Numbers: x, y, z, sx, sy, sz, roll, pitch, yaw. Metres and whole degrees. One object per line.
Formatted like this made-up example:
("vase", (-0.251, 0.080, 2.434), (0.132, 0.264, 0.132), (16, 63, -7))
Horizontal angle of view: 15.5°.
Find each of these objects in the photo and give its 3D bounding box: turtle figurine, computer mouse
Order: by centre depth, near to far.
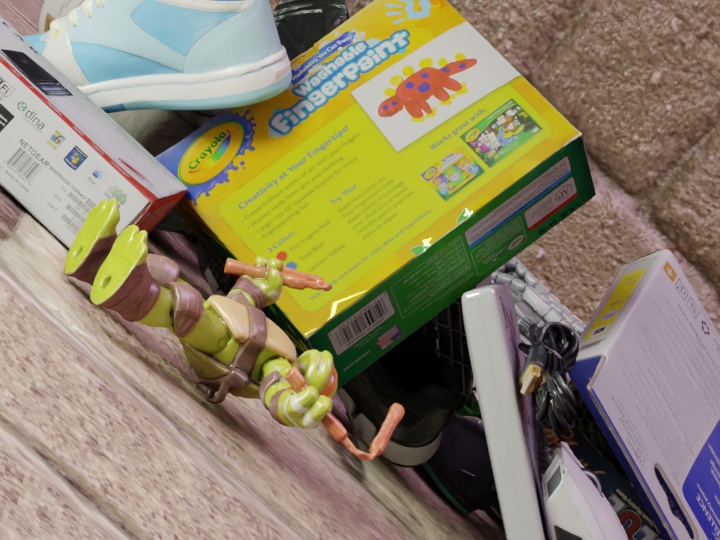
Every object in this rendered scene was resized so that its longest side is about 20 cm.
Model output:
("turtle figurine", (-0.069, 0.027, 1.312), (0.161, 0.064, 0.200), (32, 17, -26))
("computer mouse", (0.127, 0.133, 1.493), (0.110, 0.044, 0.200), (-81, 160, -76))

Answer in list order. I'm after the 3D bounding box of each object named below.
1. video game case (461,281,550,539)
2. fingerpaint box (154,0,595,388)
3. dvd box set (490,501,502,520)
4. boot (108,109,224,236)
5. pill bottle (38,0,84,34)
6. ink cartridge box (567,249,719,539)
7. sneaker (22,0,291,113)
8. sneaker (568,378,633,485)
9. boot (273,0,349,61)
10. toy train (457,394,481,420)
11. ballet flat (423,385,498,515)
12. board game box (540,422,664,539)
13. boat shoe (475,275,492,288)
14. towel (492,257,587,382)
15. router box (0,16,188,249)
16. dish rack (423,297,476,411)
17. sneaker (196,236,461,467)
("video game case", (0.092, 0.107, 1.535), (0.182, 0.024, 0.200), (-8, 86, -84))
("fingerpaint box", (0.008, -0.054, 1.555), (0.167, 0.200, 0.073), (47, -11, 31))
("dvd box set", (0.168, 0.214, 1.840), (0.200, 0.029, 0.146), (39, 8, -45))
("boot", (-0.115, -0.110, 1.699), (0.068, 0.131, 0.200), (10, 16, -18))
("pill bottle", (-0.148, -0.151, 1.896), (0.114, 0.114, 0.200), (40, 0, -33))
("ink cartridge box", (0.198, 0.114, 1.637), (0.198, 0.047, 0.200), (60, 33, -12))
("sneaker", (-0.141, -0.161, 1.545), (0.080, 0.200, 0.131), (-53, 138, -64))
("sneaker", (0.173, 0.100, 1.783), (0.081, 0.074, 0.200), (25, -3, 9))
("boot", (-0.028, -0.075, 1.848), (0.168, 0.076, 0.200), (77, 14, -48))
("toy train", (0.062, 0.086, 1.839), (0.042, 0.056, 0.200), (17, 7, -23))
("ballet flat", (0.040, 0.080, 1.747), (0.200, 0.073, 0.073), (46, 5, 40))
("board game box", (0.172, 0.164, 1.761), (0.136, 0.035, 0.200), (47, -1, 19))
("boat shoe", (0.052, 0.016, 1.793), (0.072, 0.068, 0.200), (50, -10, 15))
("towel", (0.142, 0.105, 1.970), (0.200, 0.086, 0.166), (45, -22, 17))
("router box", (-0.192, -0.091, 1.444), (0.200, 0.049, 0.180), (43, 4, -1))
("dish rack", (0.000, 0.000, 1.662), (0.200, 0.055, 0.154), (28, -35, 29))
("sneaker", (-0.012, 0.027, 1.598), (0.200, 0.066, 0.091), (44, -38, 3))
